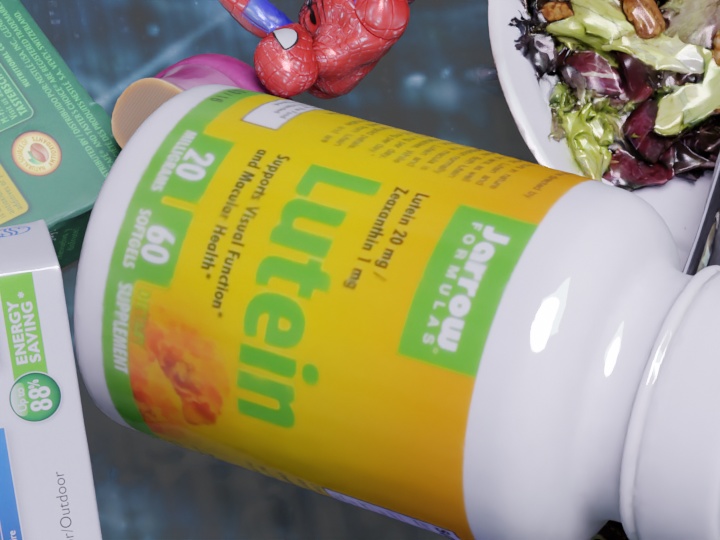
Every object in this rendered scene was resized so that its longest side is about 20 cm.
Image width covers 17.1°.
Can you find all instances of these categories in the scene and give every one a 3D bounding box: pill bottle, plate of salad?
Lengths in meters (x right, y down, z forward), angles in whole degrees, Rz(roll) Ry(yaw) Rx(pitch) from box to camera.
[{"bbox_3d":[0.026,0.020,0.702,0.199,0.111,0.111,16,55,24],"label":"pill bottle"},{"bbox_3d":[0.143,-0.083,0.882,0.199,0.048,0.201,8,67,-18],"label":"plate of salad"}]

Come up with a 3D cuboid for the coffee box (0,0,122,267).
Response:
[{"bbox_3d":[-0.187,-0.027,0.806,0.200,0.044,0.123,-30,74,-28],"label":"coffee box"}]

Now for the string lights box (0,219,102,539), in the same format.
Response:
[{"bbox_3d":[-0.182,0.055,0.708,0.199,0.059,0.103,-10,106,-10],"label":"string lights box"}]

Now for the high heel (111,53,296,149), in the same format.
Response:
[{"bbox_3d":[0.000,0.000,0.833,0.200,0.067,0.096,37,14,6],"label":"high heel"}]

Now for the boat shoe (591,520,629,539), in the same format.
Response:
[{"bbox_3d":[0.115,0.103,0.821,0.070,0.070,0.200,-43,74,10],"label":"boat shoe"}]

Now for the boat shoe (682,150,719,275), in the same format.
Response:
[{"bbox_3d":[0.138,0.011,0.781,0.070,0.066,0.200,21,66,1],"label":"boat shoe"}]

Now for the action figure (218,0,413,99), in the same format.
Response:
[{"bbox_3d":[0.000,-0.132,0.880,0.099,0.065,0.200,42,45,-3],"label":"action figure"}]
